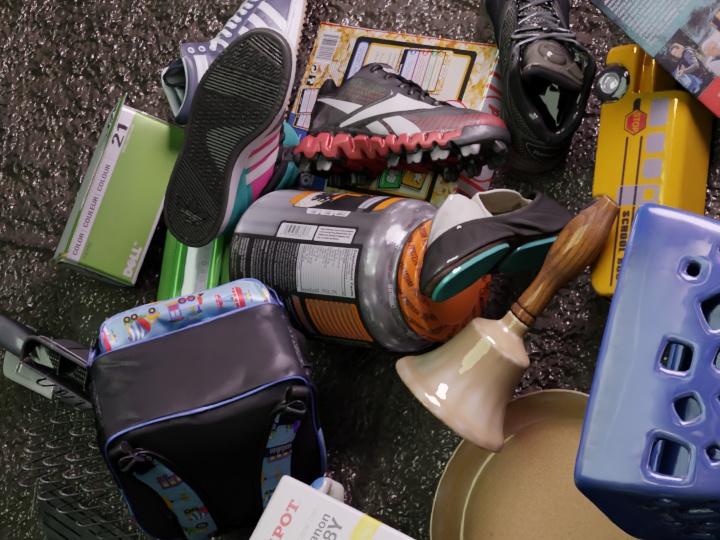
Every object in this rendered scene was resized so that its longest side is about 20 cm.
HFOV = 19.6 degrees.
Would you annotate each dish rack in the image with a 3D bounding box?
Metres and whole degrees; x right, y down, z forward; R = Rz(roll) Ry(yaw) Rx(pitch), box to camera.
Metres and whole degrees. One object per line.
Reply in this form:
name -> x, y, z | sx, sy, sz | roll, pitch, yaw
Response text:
dish rack -> -0.239, 0.169, 1.809 | 0.153, 0.054, 0.202 | 26, 113, 39

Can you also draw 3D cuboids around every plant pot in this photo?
plant pot -> 0.267, 0.088, 1.409 | 0.178, 0.200, 0.202 | 11, 78, 23
plant pot -> 0.142, 0.191, 1.576 | 0.199, 0.027, 0.202 | -14, 65, 32

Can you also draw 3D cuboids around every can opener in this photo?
can opener -> -0.261, 0.098, 1.885 | 0.199, 0.066, 0.053 | 22, 88, 34

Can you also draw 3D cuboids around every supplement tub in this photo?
supplement tub -> 0.000, 0.000, 1.682 | 0.199, 0.122, 0.124 | 6, 77, 41

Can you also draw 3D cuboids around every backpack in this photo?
backpack -> -0.119, 0.125, 1.676 | 0.181, 0.201, 0.135 | -18, 55, -5

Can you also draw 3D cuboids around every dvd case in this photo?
dvd case -> 0.268, -0.205, 1.536 | 0.146, 0.199, 0.022 | -48, 19, 12

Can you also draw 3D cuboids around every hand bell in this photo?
hand bell -> 0.127, 0.027, 1.561 | 0.200, 0.104, 0.104 | -51, 52, 11

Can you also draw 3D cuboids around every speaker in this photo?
speaker -> -0.134, 0.009, 1.807 | 0.088, 0.088, 0.202 | -4, 71, 35

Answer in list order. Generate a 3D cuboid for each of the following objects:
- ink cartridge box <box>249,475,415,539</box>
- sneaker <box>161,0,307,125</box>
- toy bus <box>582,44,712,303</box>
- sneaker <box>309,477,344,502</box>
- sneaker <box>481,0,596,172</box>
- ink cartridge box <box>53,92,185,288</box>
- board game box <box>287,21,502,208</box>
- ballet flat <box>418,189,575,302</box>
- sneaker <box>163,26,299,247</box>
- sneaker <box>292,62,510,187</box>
ink cartridge box -> 0.000, 0.262, 1.536 | 0.199, 0.083, 0.146 | 24, 78, 23
sneaker -> -0.112, -0.203, 1.836 | 0.070, 0.108, 0.202 | 135, 146, -60
toy bus -> 0.219, -0.070, 1.590 | 0.078, 0.065, 0.202 | -3, 72, 35
sneaker -> -0.003, 0.241, 1.631 | 0.200, 0.075, 0.077 | 43, 103, 36
sneaker -> 0.142, -0.188, 1.643 | 0.075, 0.114, 0.202 | 0, 78, -11
ink cartridge box -> -0.205, -0.065, 1.821 | 0.200, 0.075, 0.149 | 175, 116, -79
board game box -> 0.029, -0.123, 1.761 | 0.199, 0.046, 0.153 | 13, 81, 38
ballet flat -> 0.092, -0.024, 1.586 | 0.069, 0.199, 0.068 | 53, 123, 16
sneaker -> -0.085, -0.119, 1.726 | 0.083, 0.121, 0.201 | 33, 118, 11
sneaker -> 0.035, -0.122, 1.680 | 0.199, 0.071, 0.099 | 0, 75, 37
